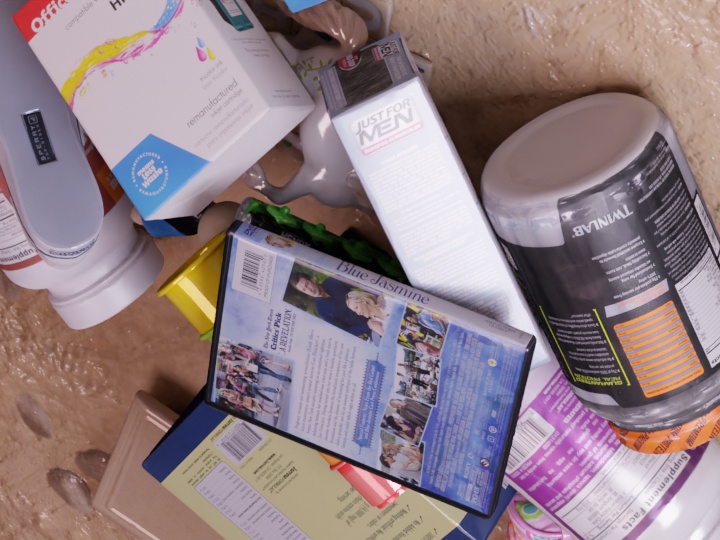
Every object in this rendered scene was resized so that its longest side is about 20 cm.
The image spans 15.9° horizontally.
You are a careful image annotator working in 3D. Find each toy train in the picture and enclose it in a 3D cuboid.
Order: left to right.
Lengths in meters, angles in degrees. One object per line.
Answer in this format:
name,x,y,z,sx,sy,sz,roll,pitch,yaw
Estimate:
toy train,0.000,0.000,1.668,0.199,0.056,0.042,26,104,-29

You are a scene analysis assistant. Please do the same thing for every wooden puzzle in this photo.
wooden puzzle,-0.114,0.186,2.017,0.184,0.037,0.200,34,146,5

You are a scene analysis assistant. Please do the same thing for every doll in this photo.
doll,-0.135,-0.085,1.693,0.200,0.048,0.137,53,146,21

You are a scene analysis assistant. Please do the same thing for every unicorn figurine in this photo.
unicorn figurine,-0.017,-0.085,1.630,0.137,0.074,0.201,17,140,30

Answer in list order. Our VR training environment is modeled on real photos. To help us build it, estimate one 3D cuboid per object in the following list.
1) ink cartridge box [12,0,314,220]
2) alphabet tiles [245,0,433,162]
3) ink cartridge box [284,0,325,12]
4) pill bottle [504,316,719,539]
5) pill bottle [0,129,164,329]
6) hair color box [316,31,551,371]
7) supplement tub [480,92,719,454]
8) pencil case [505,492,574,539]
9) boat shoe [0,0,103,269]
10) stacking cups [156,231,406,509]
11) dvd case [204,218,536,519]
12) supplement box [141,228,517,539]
ink cartridge box,-0.133,-0.145,1.599,0.116,0.067,0.201,-40,77,24
alphabet tiles,-0.030,-0.141,1.649,0.166,0.008,0.201,26,140,15
ink cartridge box,-0.039,-0.261,1.487,0.116,0.068,0.201,-16,116,42
pill bottle,0.166,0.126,1.675,0.200,0.112,0.112,40,141,-3
pill bottle,-0.225,-0.062,1.794,0.112,0.112,0.200,-13,120,44
hair color box,0.044,-0.034,1.559,0.060,0.099,0.201,-25,111,3
supplement tub,0.161,0.005,1.551,0.122,0.123,0.201,-2,126,39
pencil case,0.146,0.225,1.807,0.087,0.088,0.201,17,134,24
boat shoe,-0.213,-0.094,1.695,0.086,0.074,0.203,119,134,-69
stacking cups,-0.045,0.070,1.639,0.200,0.061,0.060,50,140,-8
dvd case,0.002,0.061,1.561,0.199,0.018,0.143,21,130,13
supplement box,-0.007,0.119,1.783,0.200,0.134,0.200,41,141,-4
